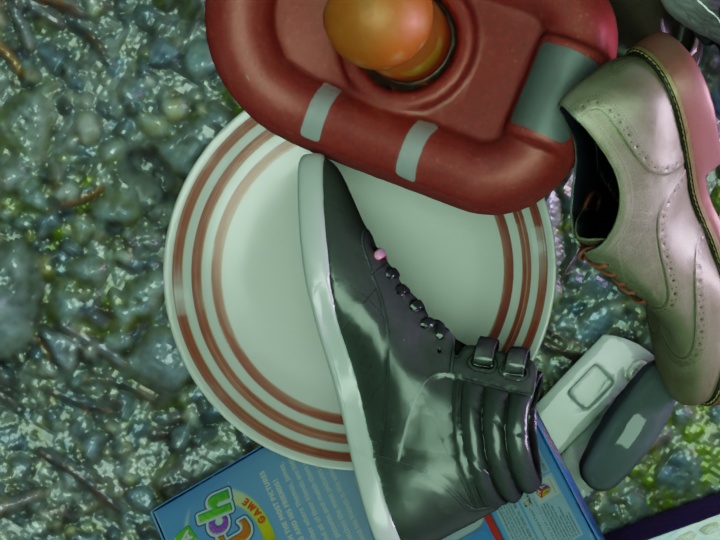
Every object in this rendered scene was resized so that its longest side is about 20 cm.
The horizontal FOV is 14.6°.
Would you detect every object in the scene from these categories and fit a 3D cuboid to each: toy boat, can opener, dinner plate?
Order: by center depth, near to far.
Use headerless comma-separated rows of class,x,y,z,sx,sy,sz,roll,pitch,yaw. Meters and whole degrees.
toy boat,0.017,-0.113,1.338,0.199,0.131,0.131,21,87,18
dinner plate,0.000,0.000,1.412,0.199,0.024,0.201,-1,84,11
can opener,0.083,0.115,1.427,0.053,0.067,0.200,44,90,-6

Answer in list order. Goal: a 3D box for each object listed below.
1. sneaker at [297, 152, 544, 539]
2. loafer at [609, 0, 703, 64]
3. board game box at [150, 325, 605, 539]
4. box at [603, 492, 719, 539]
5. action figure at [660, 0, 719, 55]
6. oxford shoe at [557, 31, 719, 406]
sneaker,0.032,0.031,1.360,0.099,0.071,0.201,-16,87,6
loafer,0.113,-0.179,1.376,0.073,0.071,0.201,-23,99,4
board game box,0.009,0.135,1.402,0.200,0.037,0.152,-30,56,5
box,0.190,0.187,1.454,0.199,0.039,0.137,-20,100,3
action figure,0.180,-0.107,1.324,0.104,0.200,0.194,-20,114,30
oxford shoe,0.133,-0.014,1.343,0.075,0.070,0.201,-25,120,-18
